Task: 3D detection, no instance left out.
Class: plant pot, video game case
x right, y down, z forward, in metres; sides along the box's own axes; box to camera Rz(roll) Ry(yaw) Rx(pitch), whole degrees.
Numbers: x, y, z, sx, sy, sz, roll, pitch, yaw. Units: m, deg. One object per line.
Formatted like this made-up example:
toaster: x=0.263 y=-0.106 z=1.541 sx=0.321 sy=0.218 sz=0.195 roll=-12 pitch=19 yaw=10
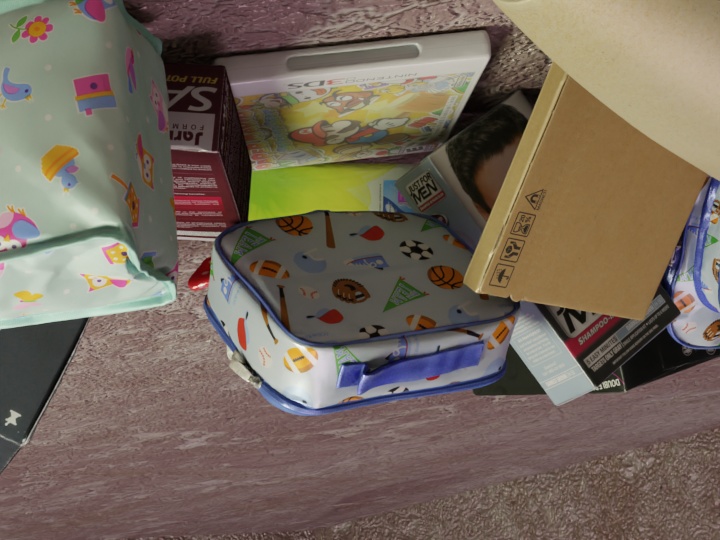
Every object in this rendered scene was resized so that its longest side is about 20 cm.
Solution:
plant pot: x=0.164 y=-0.152 z=1.038 sx=0.199 sy=0.188 sz=0.187 roll=16 pitch=155 yaw=-34
video game case: x=-0.016 y=-0.111 z=1.379 sx=0.181 sy=0.023 sz=0.200 roll=-7 pitch=167 yaw=-9

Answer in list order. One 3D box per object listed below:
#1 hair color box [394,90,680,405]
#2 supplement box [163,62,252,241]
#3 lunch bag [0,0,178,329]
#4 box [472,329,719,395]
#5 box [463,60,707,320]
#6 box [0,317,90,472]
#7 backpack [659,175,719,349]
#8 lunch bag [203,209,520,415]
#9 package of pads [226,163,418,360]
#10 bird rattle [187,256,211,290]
hair color box: x=0.127 y=-0.016 z=1.443 sx=0.099 sy=0.200 sz=0.061 roll=-37 pitch=-179 yaw=-29
supplement box: x=-0.133 y=-0.075 z=1.315 sx=0.108 sy=0.061 sz=0.200 roll=3 pitch=166 yaw=2
lunch bag: x=-0.213 y=-0.055 z=1.150 sx=0.199 sy=0.171 sz=0.122 roll=-12 pitch=159 yaw=12
box: x=0.182 y=0.018 z=1.671 sx=0.124 sy=0.149 sz=0.200 roll=-16 pitch=-175 yaw=-34
box: x=0.168 y=-0.067 z=1.343 sx=0.163 sy=0.201 sz=0.021 roll=10 pitch=-162 yaw=-39
box: x=-0.319 y=0.051 z=1.462 sx=0.199 sy=0.124 sz=0.197 roll=28 pitch=160 yaw=-9
backpack: x=0.282 y=-0.036 z=1.489 sx=0.199 sy=0.154 sz=0.191 roll=-6 pitch=130 yaw=-24
lunch bag: x=-0.001 y=0.029 z=1.351 sx=0.199 sy=0.160 sz=0.076 roll=-9 pitch=129 yaw=-31
package of pads: x=0.000 y=0.000 z=1.505 sx=0.199 sy=0.155 sz=0.068 roll=0 pitch=171 yaw=6
bird rattle: x=-0.050 y=-0.001 z=1.645 sx=0.162 sy=0.113 sz=0.200 roll=7 pitch=156 yaw=1
